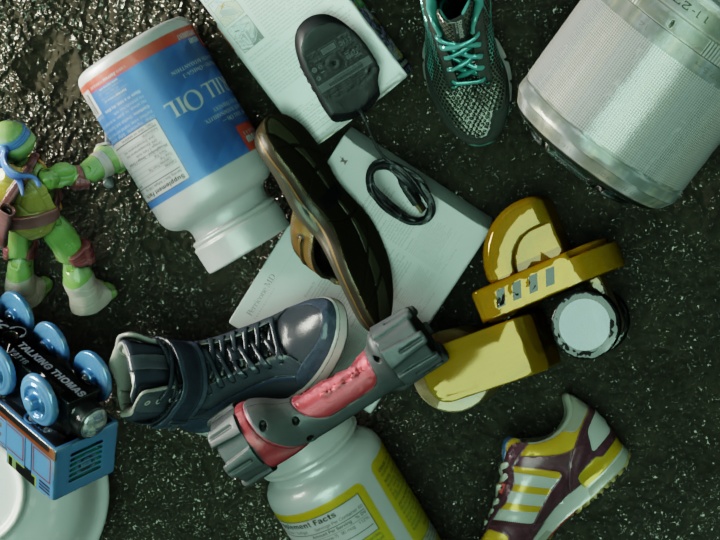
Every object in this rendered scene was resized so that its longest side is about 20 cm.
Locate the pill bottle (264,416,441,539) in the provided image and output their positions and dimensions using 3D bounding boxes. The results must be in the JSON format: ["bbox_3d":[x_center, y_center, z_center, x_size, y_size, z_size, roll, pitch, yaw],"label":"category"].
[{"bbox_3d":[-0.011,0.209,1.702,0.114,0.114,0.201,-26,107,13],"label":"pill bottle"}]

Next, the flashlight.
[{"bbox_3d":[-0.030,0.099,1.591,0.200,0.068,0.068,-34,80,12],"label":"flashlight"}]

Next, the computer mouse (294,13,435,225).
[{"bbox_3d":[0.005,-0.124,1.622,0.058,0.034,0.201,-29,104,-4],"label":"computer mouse"}]

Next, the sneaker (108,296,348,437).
[{"bbox_3d":[-0.119,0.076,1.629,0.202,0.146,0.077,-35,56,29],"label":"sneaker"}]

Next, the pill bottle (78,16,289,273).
[{"bbox_3d":[-0.144,-0.104,1.647,0.112,0.112,0.201,-30,94,14],"label":"pill bottle"}]

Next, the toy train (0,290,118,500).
[{"bbox_3d":[-0.288,0.102,1.661,0.200,0.086,0.115,33,128,32],"label":"toy train"}]

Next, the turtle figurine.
[{"bbox_3d":[-0.272,-0.071,1.700,0.143,0.200,0.195,-14,124,-11],"label":"turtle figurine"}]

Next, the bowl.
[{"bbox_3d":[-0.332,0.198,1.736,0.200,0.090,0.202,-1,83,8],"label":"bowl"}]

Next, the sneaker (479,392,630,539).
[{"bbox_3d":[0.139,0.196,1.701,0.200,0.075,0.090,-42,92,-8],"label":"sneaker"}]

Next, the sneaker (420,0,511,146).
[{"bbox_3d":[0.079,-0.197,1.610,0.077,0.091,0.201,-10,103,11],"label":"sneaker"}]

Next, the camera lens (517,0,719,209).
[{"bbox_3d":[0.235,-0.163,1.562,0.160,0.160,0.200,35,106,-2],"label":"camera lens"}]

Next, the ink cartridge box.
[{"bbox_3d":[-0.058,-0.216,1.646,0.109,0.050,0.200,-36,96,15],"label":"ink cartridge box"}]

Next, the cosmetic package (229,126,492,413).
[{"bbox_3d":[0.000,0.000,1.692,0.150,0.052,0.201,32,106,-2],"label":"cosmetic package"}]

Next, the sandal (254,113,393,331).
[{"bbox_3d":[-0.036,-0.036,1.626,0.054,0.082,0.200,-30,98,30],"label":"sandal"}]

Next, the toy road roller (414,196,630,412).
[{"bbox_3d":[0.129,0.023,1.650,0.199,0.123,0.147,-23,86,12],"label":"toy road roller"}]
